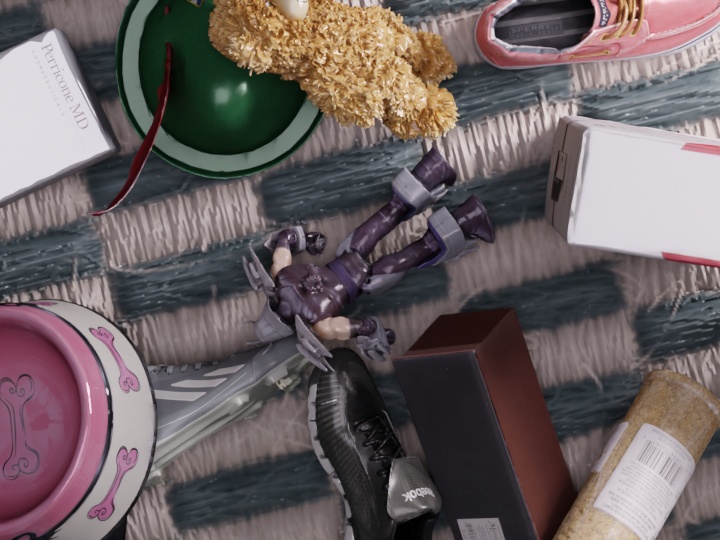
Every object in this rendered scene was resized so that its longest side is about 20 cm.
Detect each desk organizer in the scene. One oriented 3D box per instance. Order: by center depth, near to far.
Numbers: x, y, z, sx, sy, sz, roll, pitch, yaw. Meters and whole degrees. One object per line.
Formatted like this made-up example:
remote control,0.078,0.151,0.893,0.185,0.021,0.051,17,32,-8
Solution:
desk organizer,0.099,0.133,1.648,0.072,0.077,0.200,-7,111,33

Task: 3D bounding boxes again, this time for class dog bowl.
dog bowl,-0.251,0.113,1.610,0.200,0.074,0.201,-5,77,22

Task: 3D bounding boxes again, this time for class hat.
hat,-0.101,-0.140,1.584,0.165,0.176,0.201,1,93,0

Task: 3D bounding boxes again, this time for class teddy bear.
teddy bear,-0.010,-0.162,1.598,0.200,0.067,0.145,33,50,-16

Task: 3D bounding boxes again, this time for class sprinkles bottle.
sprinkles bottle,0.192,0.169,1.621,0.068,0.068,0.200,35,68,-2

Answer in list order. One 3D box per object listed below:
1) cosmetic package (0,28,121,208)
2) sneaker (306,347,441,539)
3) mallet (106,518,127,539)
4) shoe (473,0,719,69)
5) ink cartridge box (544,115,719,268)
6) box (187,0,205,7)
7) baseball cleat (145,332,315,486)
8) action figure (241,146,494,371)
cosmetic package,-0.289,-0.091,1.640,0.200,0.071,0.102,-26,92,1
sneaker,0.018,0.153,1.638,0.066,0.090,0.201,-16,98,-40
mallet,-0.273,0.197,1.676,0.199,0.041,0.066,0,96,5
shoe,0.183,-0.186,1.626,0.200,0.091,0.072,-10,93,0
ink cartridge box,0.213,-0.056,1.580,0.146,0.200,0.083,9,96,0
box,-0.181,-0.276,1.611,0.200,0.070,0.064,29,56,5
baseball cleat,-0.134,0.085,1.651,0.200,0.070,0.107,-34,73,-10
action figure,0.000,0.000,1.637,0.200,0.069,0.130,-34,74,-8
